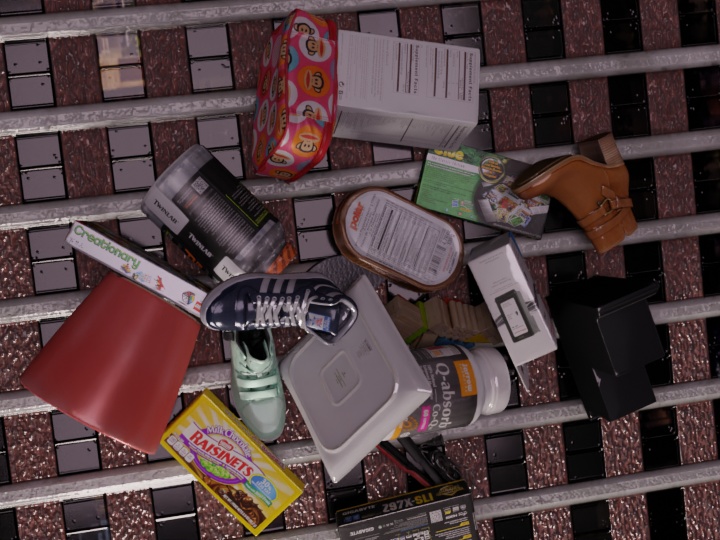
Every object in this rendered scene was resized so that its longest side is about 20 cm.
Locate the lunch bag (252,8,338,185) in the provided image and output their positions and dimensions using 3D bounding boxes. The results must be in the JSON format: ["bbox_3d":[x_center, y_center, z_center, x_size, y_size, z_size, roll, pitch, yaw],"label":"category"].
[{"bbox_3d":[-0.096,-0.223,1.177,0.081,0.176,0.204,10,72,-24],"label":"lunch bag"}]

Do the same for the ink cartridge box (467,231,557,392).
[{"bbox_3d":[0.224,0.056,1.255,0.067,0.116,0.202,-24,96,14],"label":"ink cartridge box"}]

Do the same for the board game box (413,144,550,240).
[{"bbox_3d":[0.182,-0.120,1.296,0.197,0.023,0.107,15,91,-8],"label":"board game box"}]

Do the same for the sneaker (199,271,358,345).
[{"bbox_3d":[-0.096,0.052,1.120,0.197,0.108,0.071,-8,118,-34],"label":"sneaker"}]

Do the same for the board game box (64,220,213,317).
[{"bbox_3d":[-0.287,-0.004,1.181,0.198,0.126,0.035,30,88,-8],"label":"board game box"}]

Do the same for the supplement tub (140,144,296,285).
[{"bbox_3d":[-0.188,-0.060,1.195,0.200,0.123,0.123,44,86,-6],"label":"supplement tub"}]

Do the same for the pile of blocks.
[{"bbox_3d":[0.113,0.073,1.283,0.197,0.083,0.063,8,48,-17],"label":"pile of blocks"}]

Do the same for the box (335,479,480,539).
[{"bbox_3d":[0.075,0.402,1.268,0.197,0.049,0.162,-13,105,-3],"label":"box"}]

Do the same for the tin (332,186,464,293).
[{"bbox_3d":[0.056,-0.044,1.247,0.198,0.042,0.114,24,75,-15],"label":"tin"}]

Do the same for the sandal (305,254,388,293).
[{"bbox_3d":[0.001,0.000,1.268,0.198,0.043,0.077,-26,96,-18],"label":"sandal"}]

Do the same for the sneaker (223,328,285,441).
[{"bbox_3d":[-0.145,0.146,1.210,0.072,0.118,0.204,-12,95,-9],"label":"sneaker"}]

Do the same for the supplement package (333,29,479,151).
[{"bbox_3d":[0.055,-0.244,1.219,0.196,0.114,0.112,6,77,-9],"label":"supplement package"}]

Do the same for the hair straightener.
[{"bbox_3d":[0.101,0.277,1.281,0.077,0.041,0.200,-43,98,13],"label":"hair straightener"}]

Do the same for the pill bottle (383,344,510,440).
[{"bbox_3d":[0.102,0.165,1.235,0.197,0.116,0.119,-6,93,-22],"label":"pill bottle"}]

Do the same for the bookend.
[{"bbox_3d":[0.363,0.119,1.242,0.091,0.200,0.202,-21,94,-6],"label":"bookend"}]

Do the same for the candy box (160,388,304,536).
[{"bbox_3d":[-0.182,0.270,1.245,0.102,0.026,0.200,-43,97,9],"label":"candy box"}]

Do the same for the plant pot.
[{"bbox_3d":[-0.312,0.113,1.159,0.199,0.200,0.179,30,79,-8],"label":"plant pot"}]

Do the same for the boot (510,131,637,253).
[{"bbox_3d":[0.317,-0.096,1.276,0.198,0.073,0.157,-25,101,-21],"label":"boot"}]

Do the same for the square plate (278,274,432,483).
[{"bbox_3d":[-0.020,0.141,1.179,0.198,0.028,0.201,-46,56,23],"label":"square plate"}]
